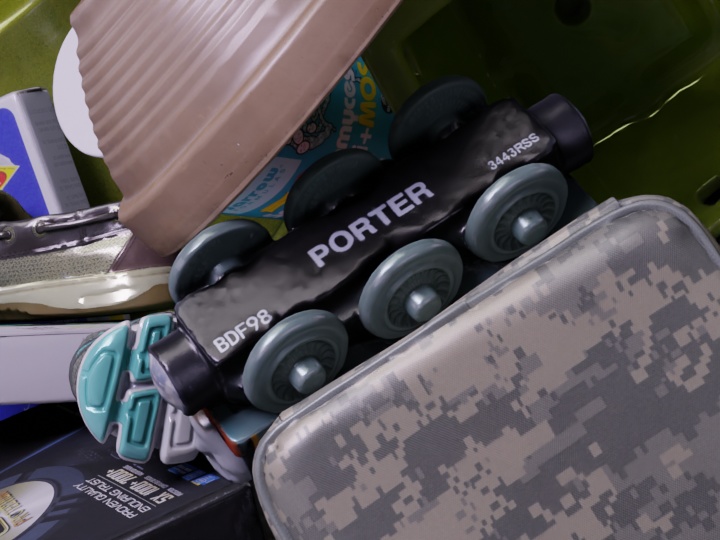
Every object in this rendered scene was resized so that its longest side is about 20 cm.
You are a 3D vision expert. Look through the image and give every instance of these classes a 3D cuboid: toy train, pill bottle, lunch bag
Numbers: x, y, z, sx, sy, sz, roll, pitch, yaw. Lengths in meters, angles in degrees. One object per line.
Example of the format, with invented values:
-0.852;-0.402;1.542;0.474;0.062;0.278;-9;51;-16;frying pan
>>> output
0.010;0.009;0.990;0.199;0.114;0.085;-33;54;-12;toy train
-0.053;-0.081;1.212;0.110;0.112;0.199;-10;-9;40;pill bottle
0.073;0.070;0.940;0.199;0.140;0.168;-34;-3;2;lunch bag

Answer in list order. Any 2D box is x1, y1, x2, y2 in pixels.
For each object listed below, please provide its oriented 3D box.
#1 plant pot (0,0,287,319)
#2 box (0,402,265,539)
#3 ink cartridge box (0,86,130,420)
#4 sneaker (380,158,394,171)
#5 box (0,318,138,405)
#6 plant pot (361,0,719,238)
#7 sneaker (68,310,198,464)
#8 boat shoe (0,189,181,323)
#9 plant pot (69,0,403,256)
-0.163;-0.076;1.410;0.199;0.193;0.201;-27;26;15;plant pot
-0.150;0.138;1.090;0.163;0.087;0.200;-23;19;-25;box
-0.216;0.030;1.331;0.197;0.201;0.047;-20;1;26;ink cartridge box
0.000;0.000;1.162;0.086;0.074;0.200;-24;-5;11;sneaker
-0.124;0.041;1.184;0.198;0.037;0.144;-1;0;-22;box
0.115;-0.103;1.133;0.198;0.201;0.182;-34;19;5;plant pot
-0.036;0.046;1.091;0.091;0.199;0.078;-170;88;-67;sneaker
-0.178;-0.007;1.250;0.199;0.067;0.072;-2;-4;20;boat shoe
-0.051;-0.111;1.013;0.201;0.093;0.201;-48;11;12;plant pot
